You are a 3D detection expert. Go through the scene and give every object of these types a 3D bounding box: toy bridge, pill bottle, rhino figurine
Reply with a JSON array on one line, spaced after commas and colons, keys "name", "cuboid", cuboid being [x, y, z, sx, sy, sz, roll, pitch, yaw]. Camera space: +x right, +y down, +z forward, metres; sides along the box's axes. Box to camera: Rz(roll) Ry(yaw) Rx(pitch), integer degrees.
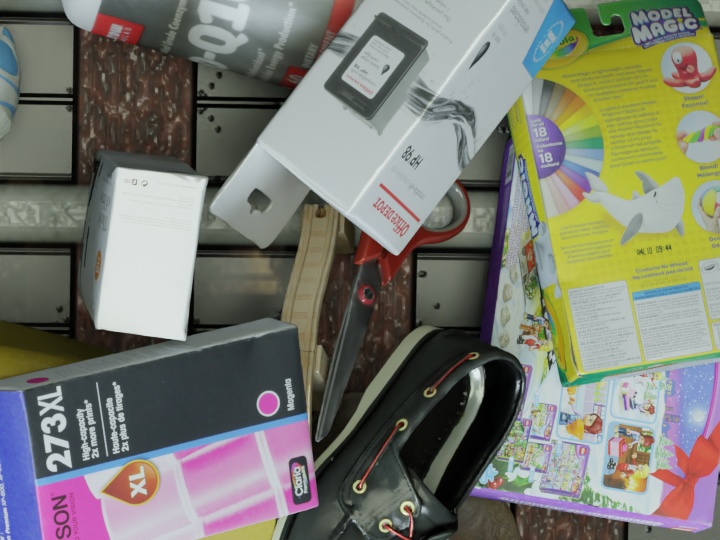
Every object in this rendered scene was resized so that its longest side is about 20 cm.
[{"name": "toy bridge", "cuboid": [-0.029, 0.057, 1.591, 0.027, 0.067, 0.201, 1, 68, 11]}, {"name": "pill bottle", "cuboid": [-0.091, -0.170, 1.582, 0.199, 0.114, 0.115, 15, 93, -8]}, {"name": "rhino figurine", "cuboid": [0.037, 0.147, 1.650, 0.200, 0.060, 0.088, 40, 83, -11]}]

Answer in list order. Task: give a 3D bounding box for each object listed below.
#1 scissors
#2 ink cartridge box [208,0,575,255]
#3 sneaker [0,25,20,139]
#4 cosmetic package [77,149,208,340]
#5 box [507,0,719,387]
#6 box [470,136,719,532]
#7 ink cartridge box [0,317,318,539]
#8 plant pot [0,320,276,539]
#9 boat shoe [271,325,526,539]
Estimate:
[{"name": "scissors", "cuboid": [0.000, 0.000, 1.604, 0.073, 0.014, 0.200, 48, 52, -18]}, {"name": "ink cartridge box", "cuboid": [0.019, -0.082, 1.547, 0.067, 0.116, 0.200, 37, 90, 17]}, {"name": "sneaker", "cuboid": [-0.277, -0.117, 1.582, 0.199, 0.072, 0.073, 13, 56, -21]}, {"name": "cosmetic package", "cuboid": [-0.115, -0.016, 1.547, 0.050, 0.200, 0.083, 5, 93, -8]}, {"name": "box", "cuboid": [0.146, -0.046, 1.613, 0.117, 0.048, 0.201, -8, 81, -10]}, {"name": "box", "cuboid": [0.135, 0.034, 1.641, 0.136, 0.039, 0.201, 10, 79, -7]}, {"name": "ink cartridge box", "cuboid": [-0.117, 0.090, 1.461, 0.199, 0.037, 0.095, -12, 102, -26]}, {"name": "plant pot", "cuboid": [-0.146, 0.132, 1.570, 0.175, 0.200, 0.201, 5, 94, -19]}, {"name": "boat shoe", "cuboid": [0.015, 0.118, 1.552, 0.202, 0.063, 0.074, -57, 134, -20]}]
